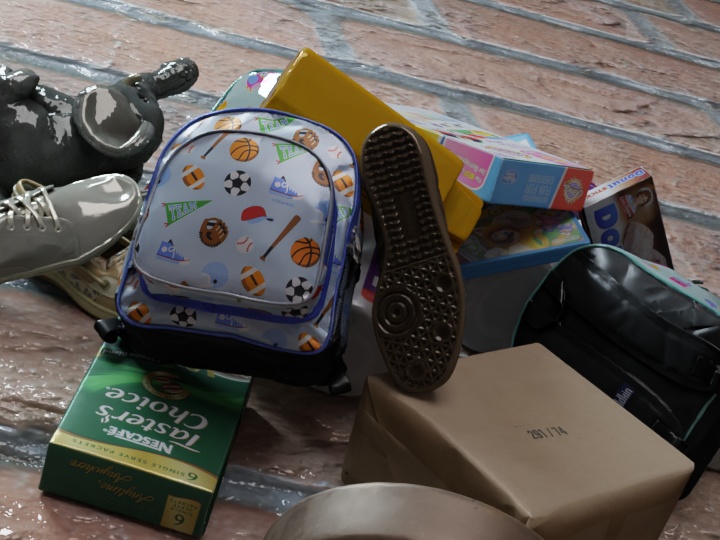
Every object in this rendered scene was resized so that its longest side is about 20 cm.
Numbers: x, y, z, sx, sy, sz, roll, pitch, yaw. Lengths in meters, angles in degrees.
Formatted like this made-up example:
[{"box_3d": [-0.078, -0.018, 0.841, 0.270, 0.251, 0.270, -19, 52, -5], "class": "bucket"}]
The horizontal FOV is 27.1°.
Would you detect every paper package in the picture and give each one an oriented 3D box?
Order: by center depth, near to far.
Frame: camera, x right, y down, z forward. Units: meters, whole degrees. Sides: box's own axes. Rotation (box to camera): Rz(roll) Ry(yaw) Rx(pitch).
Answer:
[{"box_3d": [0.116, 0.153, 1.132, 0.200, 0.104, 0.191, -7, 36, -42], "class": "paper package"}]

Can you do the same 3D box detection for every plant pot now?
[{"box_3d": [0.017, 0.243, 0.814, 0.200, 0.201, 0.175, 20, 42, 1], "class": "plant pot"}]

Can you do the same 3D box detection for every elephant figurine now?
[{"box_3d": [-0.243, -0.126, 1.387, 0.199, 0.156, 0.141, 2, 7, -15], "class": "elephant figurine"}]

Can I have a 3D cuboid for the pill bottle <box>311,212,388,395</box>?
[{"box_3d": [0.000, 0.000, 1.280, 0.111, 0.112, 0.200, 19, 45, 0], "class": "pill bottle"}]

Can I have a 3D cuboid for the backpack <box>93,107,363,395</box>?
[{"box_3d": [-0.084, -0.027, 1.113, 0.199, 0.154, 0.191, 12, 62, 0], "class": "backpack"}]

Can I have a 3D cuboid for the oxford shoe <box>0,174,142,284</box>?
[{"box_3d": [-0.268, -0.035, 1.211, 0.199, 0.058, 0.075, -21, 56, -23], "class": "oxford shoe"}]

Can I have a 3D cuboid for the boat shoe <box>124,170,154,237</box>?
[{"box_3d": [-0.161, -0.069, 1.379, 0.199, 0.063, 0.071, -7, -6, -27], "class": "boat shoe"}]

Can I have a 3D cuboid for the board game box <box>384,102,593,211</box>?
[{"box_3d": [0.087, -0.106, 1.350, 0.200, 0.040, 0.153, 25, 15, 37], "class": "board game box"}]

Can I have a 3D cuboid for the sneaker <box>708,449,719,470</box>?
[{"box_3d": [0.390, 0.134, 1.384, 0.200, 0.074, 0.118, 10, 33, -13], "class": "sneaker"}]

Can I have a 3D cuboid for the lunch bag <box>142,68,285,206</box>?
[{"box_3d": [-0.090, -0.086, 1.296, 0.160, 0.077, 0.200, 8, 54, 45], "class": "lunch bag"}]

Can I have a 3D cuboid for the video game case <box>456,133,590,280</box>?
[{"box_3d": [0.116, -0.062, 1.395, 0.143, 0.018, 0.200, -11, 35, -5], "class": "video game case"}]

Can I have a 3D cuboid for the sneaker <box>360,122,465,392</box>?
[{"box_3d": [0.046, -0.009, 1.117, 0.070, 0.201, 0.076, -7, -7, 14], "class": "sneaker"}]

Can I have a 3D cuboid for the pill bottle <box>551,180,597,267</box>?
[{"box_3d": [0.218, -0.025, 1.543, 0.112, 0.113, 0.200, 11, 26, -17], "class": "pill bottle"}]

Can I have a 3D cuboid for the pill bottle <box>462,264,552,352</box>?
[{"box_3d": [0.099, -0.018, 1.448, 0.111, 0.111, 0.200, 5, 29, -27], "class": "pill bottle"}]

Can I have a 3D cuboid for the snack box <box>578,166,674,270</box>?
[{"box_3d": [0.260, -0.003, 1.423, 0.072, 0.200, 0.024, -25, 37, -4], "class": "snack box"}]

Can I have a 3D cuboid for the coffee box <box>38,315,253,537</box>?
[{"box_3d": [-0.149, 0.109, 1.100, 0.123, 0.044, 0.200, 18, 25, -1], "class": "coffee box"}]

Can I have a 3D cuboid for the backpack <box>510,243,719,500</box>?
[{"box_3d": [0.236, 0.079, 1.283, 0.200, 0.176, 0.153, 36, 14, 30], "class": "backpack"}]

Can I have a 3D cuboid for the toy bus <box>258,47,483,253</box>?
[{"box_3d": [0.012, -0.090, 1.204, 0.200, 0.065, 0.078, 35, -21, -11], "class": "toy bus"}]

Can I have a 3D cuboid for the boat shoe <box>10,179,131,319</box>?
[{"box_3d": [-0.220, -0.009, 1.263, 0.199, 0.063, 0.073, 25, 26, 12], "class": "boat shoe"}]
